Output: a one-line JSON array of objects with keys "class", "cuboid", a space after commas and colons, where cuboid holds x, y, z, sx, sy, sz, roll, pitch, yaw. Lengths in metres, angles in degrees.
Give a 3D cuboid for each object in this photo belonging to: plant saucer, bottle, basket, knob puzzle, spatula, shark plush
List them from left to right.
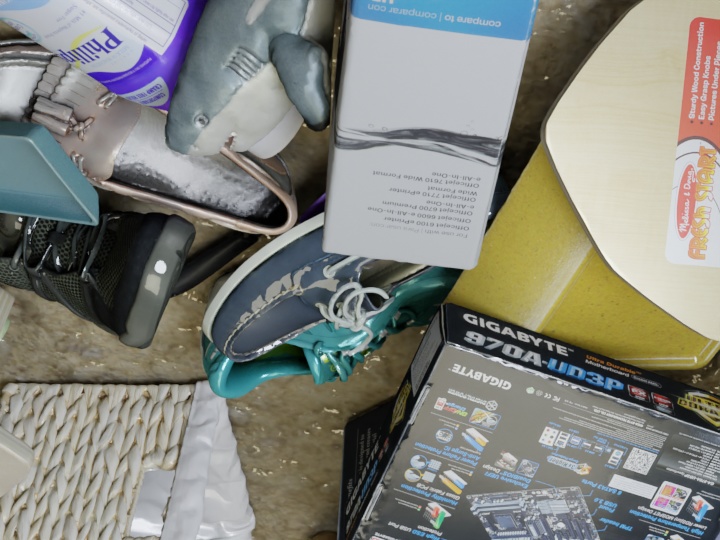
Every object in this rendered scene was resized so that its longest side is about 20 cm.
[{"class": "plant saucer", "cuboid": [-0.228, -0.061, 0.937, 0.199, 0.019, 0.070, 7, 145, 37]}, {"class": "basket", "cuboid": [-0.172, 0.205, 1.162, 0.160, 0.199, 0.201, 3, 140, 8]}, {"class": "bottle", "cuboid": [-0.116, -0.127, 0.871, 0.200, 0.066, 0.083, 33, 158, -29]}, {"class": "shark plush", "cuboid": [-0.053, -0.147, 0.803, 0.083, 0.091, 0.201, 2, 125, -1]}, {"class": "spatula", "cuboid": [-0.054, -0.021, 1.021, 0.199, 0.021, 0.056, -24, 165, 35]}, {"class": "plant saucer", "cuboid": [0.164, -0.002, 0.963, 0.199, 0.049, 0.200, 1, 141, -25]}, {"class": "knob puzzle", "cuboid": [0.187, -0.064, 0.869, 0.218, 0.030, 0.221, -1, 95, -9]}]

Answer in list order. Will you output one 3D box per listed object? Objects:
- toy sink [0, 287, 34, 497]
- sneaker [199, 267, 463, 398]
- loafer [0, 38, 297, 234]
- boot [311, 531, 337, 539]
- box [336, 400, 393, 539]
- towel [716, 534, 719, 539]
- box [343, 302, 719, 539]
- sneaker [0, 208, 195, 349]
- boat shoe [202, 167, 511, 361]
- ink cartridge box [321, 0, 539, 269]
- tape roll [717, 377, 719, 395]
[{"class": "toy sink", "cuboid": [-0.301, 0.057, 1.058, 0.200, 0.112, 0.130, 37, 129, -22]}, {"class": "sneaker", "cuboid": [-0.006, 0.035, 1.041, 0.199, 0.080, 0.078, -15, 137, 19]}, {"class": "loafer", "cuboid": [-0.122, -0.071, 0.928, 0.199, 0.063, 0.072, 21, 101, -24]}, {"class": "boot", "cuboid": [0.044, 0.272, 1.207, 0.066, 0.200, 0.175, -41, 102, -6]}, {"class": "box", "cuboid": [0.105, 0.144, 1.135, 0.199, 0.108, 0.148, -29, 129, 32]}, {"class": "towel", "cuboid": [0.136, 0.157, 1.050, 0.199, 0.024, 0.147, 6, 139, -3]}, {"class": "box", "cuboid": [0.109, 0.121, 0.966, 0.199, 0.046, 0.160, 18, 119, -9]}, {"class": "sneaker", "cuboid": [-0.159, -0.009, 0.961, 0.114, 0.077, 0.199, 25, 173, -15]}, {"class": "boat shoe", "cuboid": [0.000, 0.000, 0.970, 0.199, 0.062, 0.075, -32, 157, 7]}, {"class": "ink cartridge box", "cuboid": [0.033, -0.121, 0.811, 0.083, 0.146, 0.201, 6, 138, -3]}, {"class": "tape roll", "cuboid": [0.316, 0.064, 0.958, 0.138, 0.204, 0.203, 20, 136, -19]}]
